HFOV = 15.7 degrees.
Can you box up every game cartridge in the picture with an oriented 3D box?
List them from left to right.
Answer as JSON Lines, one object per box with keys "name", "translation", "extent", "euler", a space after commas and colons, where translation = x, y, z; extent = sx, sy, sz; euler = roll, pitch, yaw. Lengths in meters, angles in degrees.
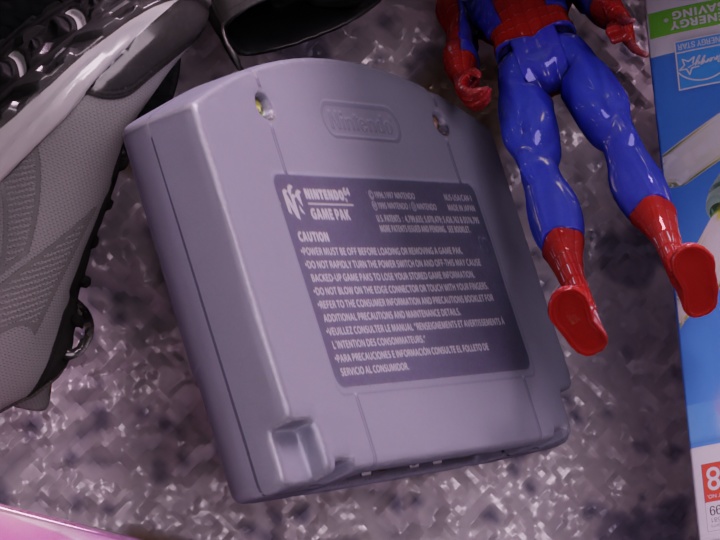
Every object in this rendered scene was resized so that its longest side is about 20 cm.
{"name": "game cartridge", "translation": [0.000, 0.000, 0.823], "extent": [0.200, 0.041, 0.134], "euler": [0, 75, -62]}

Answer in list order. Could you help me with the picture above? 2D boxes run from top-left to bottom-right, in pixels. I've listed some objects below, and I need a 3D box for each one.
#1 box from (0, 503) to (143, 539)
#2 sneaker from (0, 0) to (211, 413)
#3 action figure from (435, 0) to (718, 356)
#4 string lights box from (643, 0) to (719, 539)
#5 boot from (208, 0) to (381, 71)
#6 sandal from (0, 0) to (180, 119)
{"name": "box", "translation": [-0.125, 0.162, 0.764], "extent": [0.199, 0.097, 0.176], "euler": [16, 71, -14]}
{"name": "sneaker", "translation": [-0.109, -0.009, 0.811], "extent": [0.079, 0.074, 0.200], "euler": [36, 95, -20]}
{"name": "action figure", "translation": [0.065, -0.064, 0.879], "extent": [0.065, 0.052, 0.200], "euler": [-23, 46, 6]}
{"name": "string lights box", "translation": [0.157, -0.002, 0.864], "extent": [0.102, 0.059, 0.201], "euler": [-11, 63, 16]}
{"name": "boot", "translation": [0.010, -0.157, 0.863], "extent": [0.200, 0.077, 0.139], "euler": [-30, 68, -2]}
{"name": "sandal", "translation": [-0.115, -0.124, 0.830], "extent": [0.201, 0.075, 0.048], "euler": [59, 25, -30]}
